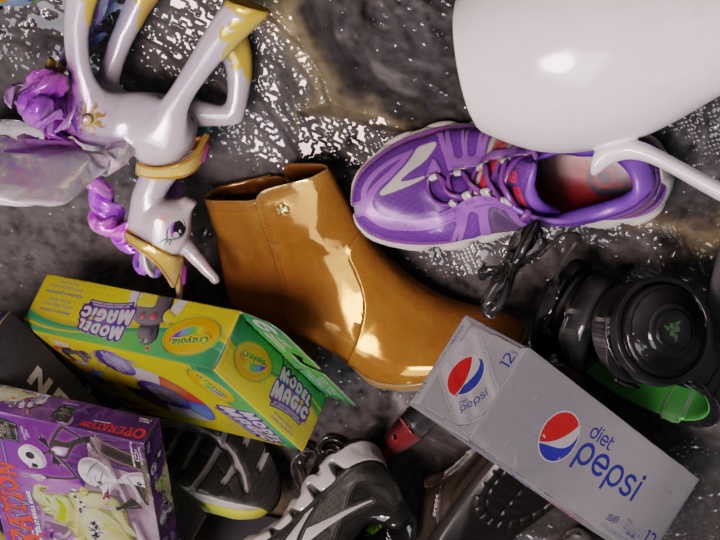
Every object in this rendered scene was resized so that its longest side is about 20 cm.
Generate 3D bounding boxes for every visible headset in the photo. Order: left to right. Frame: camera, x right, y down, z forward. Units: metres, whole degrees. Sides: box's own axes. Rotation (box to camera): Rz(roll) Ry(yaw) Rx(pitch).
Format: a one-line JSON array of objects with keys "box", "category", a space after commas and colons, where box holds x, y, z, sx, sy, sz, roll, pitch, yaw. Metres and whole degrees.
[{"box": [0.145, 0.042, 1.261, 0.123, 0.094, 0.200, 12, 152, 48], "category": "headset"}]

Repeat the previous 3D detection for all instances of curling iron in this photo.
[{"box": [0.025, 0.102, 1.405, 0.200, 0.026, 0.050, -37, 106, 31], "category": "curling iron"}]

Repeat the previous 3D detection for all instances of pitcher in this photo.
[{"box": [0.160, -0.108, 1.170, 0.199, 0.121, 0.172, -7, 81, 16], "category": "pitcher"}]

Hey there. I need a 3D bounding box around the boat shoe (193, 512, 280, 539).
[{"box": [-0.058, 0.214, 1.477, 0.199, 0.070, 0.066, -2, 117, 10], "category": "boat shoe"}]

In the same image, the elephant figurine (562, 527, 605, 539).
[{"box": [0.141, 0.278, 1.365, 0.155, 0.200, 0.142, -34, 104, 30], "category": "elephant figurine"}]

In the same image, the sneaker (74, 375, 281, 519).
[{"box": [-0.149, 0.138, 1.462, 0.200, 0.078, 0.090, 17, 132, 13], "category": "sneaker"}]

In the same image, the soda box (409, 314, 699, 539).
[{"box": [0.123, 0.107, 1.290, 0.200, 0.063, 0.068, 36, 85, -40], "category": "soda box"}]

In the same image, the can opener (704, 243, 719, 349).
[{"box": [0.245, -0.023, 1.255, 0.053, 0.067, 0.200, 15, 135, 9], "category": "can opener"}]

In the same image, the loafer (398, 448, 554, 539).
[{"box": [0.075, 0.145, 1.378, 0.073, 0.071, 0.200, 30, 106, -40], "category": "loafer"}]

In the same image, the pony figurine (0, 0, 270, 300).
[{"box": [-0.161, -0.093, 1.295, 0.193, 0.167, 0.200, 16, 107, 0], "category": "pony figurine"}]

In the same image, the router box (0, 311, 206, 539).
[{"box": [-0.226, 0.136, 1.408, 0.157, 0.052, 0.200, -26, 113, 40], "category": "router box"}]

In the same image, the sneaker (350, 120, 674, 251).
[{"box": [0.086, -0.056, 1.252, 0.199, 0.083, 0.081, -7, 90, 17], "category": "sneaker"}]

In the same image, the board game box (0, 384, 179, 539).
[{"box": [-0.177, 0.164, 1.353, 0.120, 0.032, 0.200, 13, 133, 20], "category": "board game box"}]

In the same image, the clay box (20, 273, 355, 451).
[{"box": [-0.111, 0.061, 1.348, 0.200, 0.048, 0.115, 10, 156, 38], "category": "clay box"}]

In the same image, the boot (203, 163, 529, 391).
[{"box": [0.000, 0.000, 1.329, 0.201, 0.071, 0.144, -2, 118, 24], "category": "boot"}]

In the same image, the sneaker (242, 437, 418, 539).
[{"box": [-0.039, 0.206, 1.363, 0.200, 0.090, 0.066, -46, 139, -3], "category": "sneaker"}]

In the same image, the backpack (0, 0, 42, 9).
[{"box": [-0.208, -0.228, 1.187, 0.182, 0.200, 0.135, 1, 119, 18], "category": "backpack"}]
